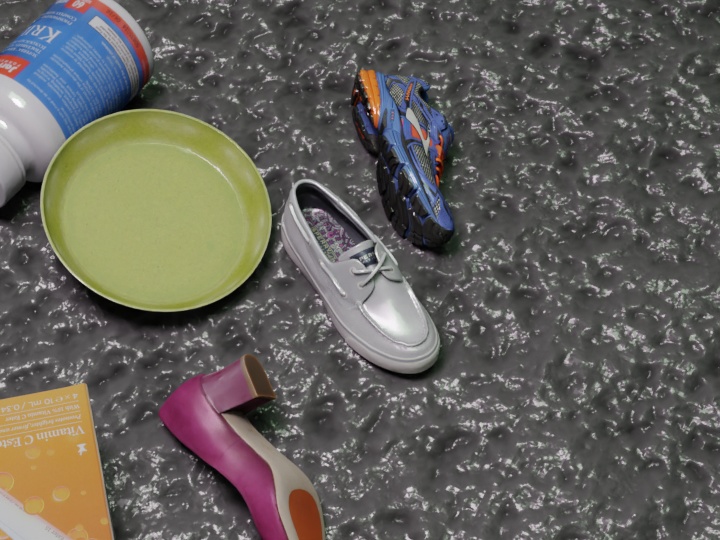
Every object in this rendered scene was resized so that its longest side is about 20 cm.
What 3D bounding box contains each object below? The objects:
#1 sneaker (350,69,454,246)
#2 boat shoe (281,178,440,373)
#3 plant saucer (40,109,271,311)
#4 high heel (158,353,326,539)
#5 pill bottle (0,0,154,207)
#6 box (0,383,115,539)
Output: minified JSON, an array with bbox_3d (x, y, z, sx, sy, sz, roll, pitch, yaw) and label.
[{"bbox_3d":[0.052,-0.108,1.512,0.078,0.076,0.201,-9,56,-13],"label":"sneaker"},{"bbox_3d":[0.000,0.000,1.429,0.072,0.069,0.200,-23,57,-18],"label":"boat shoe"},{"bbox_3d":[-0.177,-0.048,1.460,0.199,0.031,0.201,6,60,-11],"label":"plant saucer"},{"bbox_3d":[-0.092,0.172,1.324,0.096,0.067,0.201,-30,61,22],"label":"high heel"},{"bbox_3d":[-0.283,-0.150,1.502,0.112,0.113,0.200,27,56,17],"label":"pill bottle"},{"bbox_3d":[-0.245,0.201,1.253,0.124,0.098,0.201,-10,55,-10],"label":"box"}]
